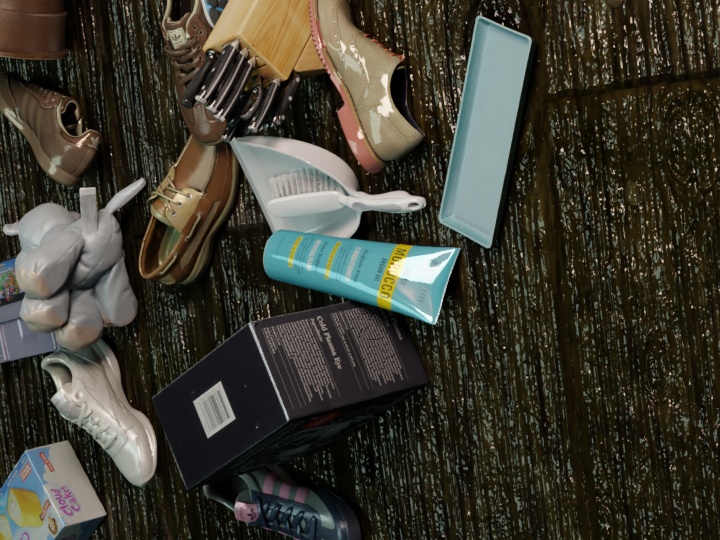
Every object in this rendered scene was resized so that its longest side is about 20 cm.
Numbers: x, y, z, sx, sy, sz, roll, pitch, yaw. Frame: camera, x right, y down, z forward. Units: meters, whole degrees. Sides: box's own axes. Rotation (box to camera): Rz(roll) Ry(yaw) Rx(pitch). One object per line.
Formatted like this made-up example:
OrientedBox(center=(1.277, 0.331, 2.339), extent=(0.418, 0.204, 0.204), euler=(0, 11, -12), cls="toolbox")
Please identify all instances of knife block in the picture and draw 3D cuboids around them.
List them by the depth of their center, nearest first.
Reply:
OrientedBox(center=(-0.108, -0.229, 1.664), extent=(0.064, 0.175, 0.201), euler=(-12, 90, 48), cls="knife block")

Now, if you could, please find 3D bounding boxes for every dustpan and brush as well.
OrientedBox(center=(-0.025, -0.072, 1.680), extent=(0.199, 0.057, 0.140), euler=(-5, 132, 23), cls="dustpan and brush")

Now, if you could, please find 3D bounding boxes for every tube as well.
OrientedBox(center=(0.000, 0.000, 1.661), extent=(0.200, 0.050, 0.078), euler=(10, 78, 32), cls="tube")

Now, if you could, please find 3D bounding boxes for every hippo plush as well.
OrientedBox(center=(-0.360, -0.017, 2.013), extent=(0.161, 0.159, 0.201), euler=(21, 115, 44), cls="hippo plush")

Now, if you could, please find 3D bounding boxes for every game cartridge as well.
OrientedBox(center=(-0.422, 0.045, 2.196), extent=(0.200, 0.038, 0.130), euler=(-14, 93, 49), cls="game cartridge")

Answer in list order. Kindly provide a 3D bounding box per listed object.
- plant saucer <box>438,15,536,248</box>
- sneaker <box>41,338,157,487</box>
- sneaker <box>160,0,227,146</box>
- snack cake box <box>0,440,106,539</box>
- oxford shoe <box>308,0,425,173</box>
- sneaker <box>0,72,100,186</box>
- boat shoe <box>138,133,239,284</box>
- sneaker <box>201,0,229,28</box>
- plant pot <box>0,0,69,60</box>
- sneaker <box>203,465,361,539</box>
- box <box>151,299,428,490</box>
OrientedBox(center=(0.116, -0.124, 1.556), extent=(0.070, 0.019, 0.201), euler=(31, 122, 40), cls="plant saucer")
OrientedBox(center=(-0.313, 0.175, 2.051), extent=(0.200, 0.099, 0.075), euler=(58, 133, 20), cls="sneaker")
OrientedBox(center=(-0.180, -0.230, 1.797), extent=(0.070, 0.075, 0.201), euler=(-11, 83, 29), cls="sneaker")
OrientedBox(center=(-0.412, 0.322, 2.224), extent=(0.115, 0.067, 0.200), euler=(59, 136, 22), cls="snack cake box")
OrientedBox(center=(0.008, -0.196, 1.640), extent=(0.075, 0.070, 0.201), euler=(-24, 78, 22), cls="oxford shoe")
OrientedBox(center=(-0.367, -0.184, 2.057), extent=(0.076, 0.070, 0.200), euler=(-47, 56, 12), cls="sneaker")
OrientedBox(center=(-0.189, -0.067, 1.870), extent=(0.076, 0.074, 0.200), euler=(39, 123, 36), cls="boat shoe")
OrientedBox(center=(-0.146, -0.343, 1.771), extent=(0.087, 0.075, 0.201), euler=(1, 92, 56), cls="sneaker")
OrientedBox(center=(-0.421, -0.360, 1.988), extent=(0.200, 0.200, 0.199), euler=(25, 110, 43), cls="plant pot")
OrientedBox(center=(-0.086, 0.257, 1.825), extent=(0.200, 0.082, 0.070), euler=(20, 113, 44), cls="sneaker")
OrientedBox(center=(-0.070, 0.119, 1.699), extent=(0.200, 0.182, 0.104), euler=(-37, 72, 47), cls="box")
